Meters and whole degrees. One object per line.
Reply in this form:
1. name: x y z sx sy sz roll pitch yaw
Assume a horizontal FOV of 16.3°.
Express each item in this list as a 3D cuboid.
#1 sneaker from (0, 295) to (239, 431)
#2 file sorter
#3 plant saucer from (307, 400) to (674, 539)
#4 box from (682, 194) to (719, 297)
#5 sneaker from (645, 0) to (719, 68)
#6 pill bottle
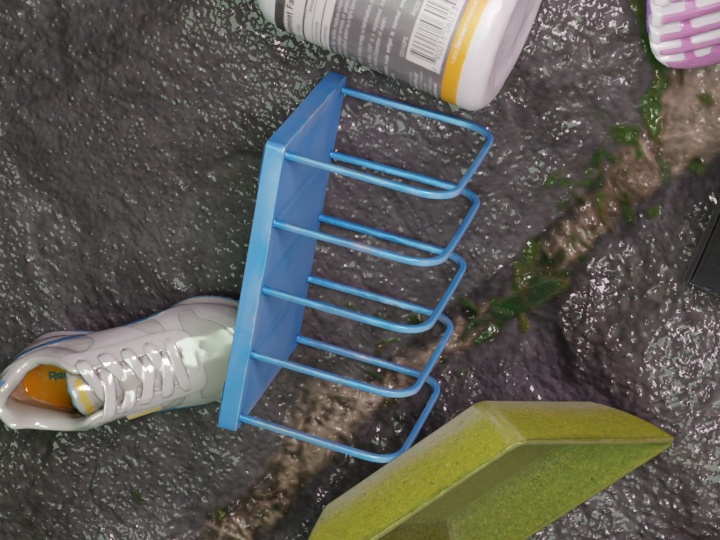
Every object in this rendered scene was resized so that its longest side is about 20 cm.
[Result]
1. sneaker: -0.156 0.072 1.724 0.199 0.081 0.077 -14 105 23
2. file sorter: 0.000 0.000 1.607 0.122 0.139 0.201 15 116 10
3. plant saucer: 0.073 0.139 1.624 0.200 0.200 0.048 -37 67 28
4. box: 0.309 -0.018 1.492 0.200 0.048 0.193 27 143 7
5. sneaker: 0.196 -0.212 1.483 0.080 0.089 0.201 -14 132 -10
6. pill bottle: 0.007 -0.186 1.537 0.200 0.116 0.117 25 118 10
